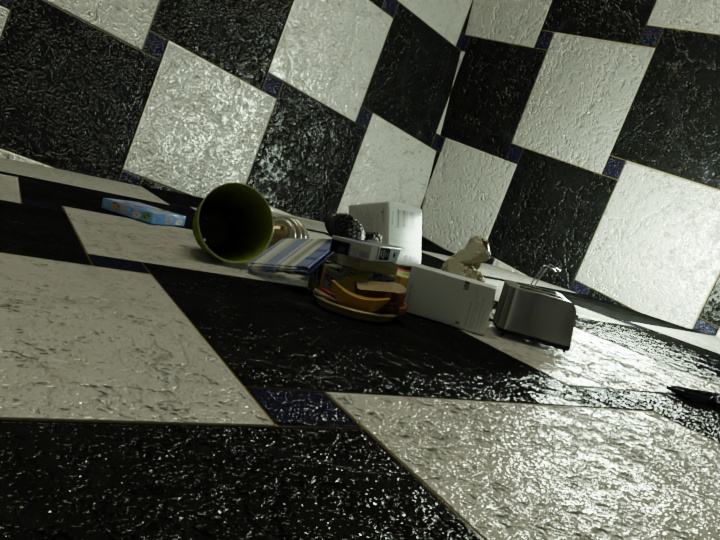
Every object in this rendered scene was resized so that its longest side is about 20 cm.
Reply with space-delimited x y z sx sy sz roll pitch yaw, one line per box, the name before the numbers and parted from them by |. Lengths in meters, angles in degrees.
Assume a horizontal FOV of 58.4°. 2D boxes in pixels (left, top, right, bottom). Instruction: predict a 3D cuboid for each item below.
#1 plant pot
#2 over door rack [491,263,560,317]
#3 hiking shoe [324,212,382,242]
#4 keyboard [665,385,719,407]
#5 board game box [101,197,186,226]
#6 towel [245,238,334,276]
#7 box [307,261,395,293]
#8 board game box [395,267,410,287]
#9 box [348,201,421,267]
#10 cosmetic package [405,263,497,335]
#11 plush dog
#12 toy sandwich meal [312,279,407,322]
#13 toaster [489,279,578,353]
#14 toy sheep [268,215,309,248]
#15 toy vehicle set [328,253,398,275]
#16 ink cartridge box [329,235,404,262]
plant pot | -0.335 -0.106 1.579 0.185 0.190 0.199 10 -7 -29
over door rack | 0.428 0.050 1.695 0.067 0.200 0.147 47 18 14
hiking shoe | -0.036 -0.081 1.546 0.100 0.077 0.199 1 -18 37
keyboard | 0.739 0.254 1.328 0.198 0.040 0.104 10 7 -21
board game box | -0.660 -0.178 1.967 0.198 0.037 0.151 18 8 23
towel | -0.149 -0.033 1.472 0.198 0.024 0.147 3 31 38
box | -0.019 0.026 1.485 0.198 0.071 0.064 9 8 -36
board game box | 0.100 0.019 1.903 0.152 0.041 0.199 8 10 -42
box | 0.079 -0.113 2.115 0.170 0.203 0.198 0 -3 39
cosmetic package | 0.202 0.063 1.474 0.198 0.114 0.081 14 6 13
plush dog | 0.259 0.034 1.615 0.159 0.202 0.172 -8 -25 18
toy sandwich meal | 0.002 0.051 1.330 0.203 0.071 0.205 14 7 -2
toaster | 0.406 0.103 1.536 0.198 0.120 0.181 15 6 8
toy sheep | -0.208 -0.090 1.809 0.137 0.139 0.200 17 2 24
toy vehicle set | -0.022 -0.027 1.509 0.123 0.027 0.199 8 6 -43
ink cartridge box | 0.020 -0.046 1.432 0.099 0.040 0.200 14 6 25
